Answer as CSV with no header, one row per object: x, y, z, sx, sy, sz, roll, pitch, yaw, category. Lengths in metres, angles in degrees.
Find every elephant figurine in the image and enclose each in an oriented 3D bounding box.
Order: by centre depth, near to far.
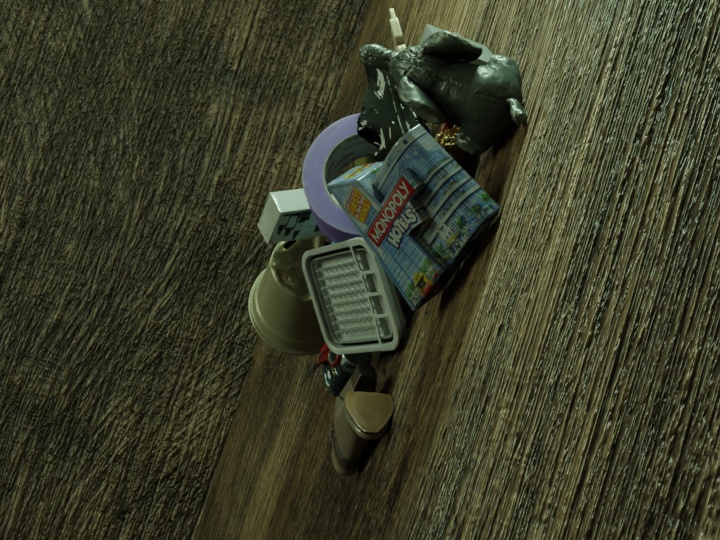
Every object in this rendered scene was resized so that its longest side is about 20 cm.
0.100,-0.241,1.410,0.155,0.199,0.142,-49,20,51,elephant figurine

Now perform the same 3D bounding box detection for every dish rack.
-0.005,0.037,1.652,0.200,0.043,0.172,-12,97,55,dish rack

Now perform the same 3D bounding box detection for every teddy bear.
0.105,-0.121,1.511,0.145,0.067,0.201,72,-153,-66,teddy bear

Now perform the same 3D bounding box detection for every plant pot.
-0.101,0.027,1.973,0.184,0.200,0.201,104,180,-64,plant pot

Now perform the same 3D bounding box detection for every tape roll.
0.015,-0.132,1.662,0.085,0.199,0.201,70,-145,-70,tape roll

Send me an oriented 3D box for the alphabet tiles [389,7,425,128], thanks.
0.071,-0.290,1.666,0.200,0.015,0.196,68,-172,-66,alphabet tiles

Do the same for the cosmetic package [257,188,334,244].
-0.070,-0.099,1.874,0.051,0.199,0.083,61,144,28,cosmetic package

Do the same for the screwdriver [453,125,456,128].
0.132,-0.175,1.662,0.200,0.028,0.029,124,133,-62,screwdriver

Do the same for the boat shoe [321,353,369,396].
-0.029,0.118,1.863,0.201,0.071,0.091,-86,22,-51,boat shoe

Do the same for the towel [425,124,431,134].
0.070,-0.146,1.912,0.200,0.049,0.148,117,174,-45,towel

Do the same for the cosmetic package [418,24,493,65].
0.139,-0.293,1.605,0.200,0.106,0.090,-96,26,-72,cosmetic package

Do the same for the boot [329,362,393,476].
-0.005,0.232,1.569,0.200,0.070,0.147,-89,14,-65,boot

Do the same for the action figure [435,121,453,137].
0.099,-0.161,1.763,0.065,0.052,0.201,-109,36,-69,action figure

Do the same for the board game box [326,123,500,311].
0.055,-0.081,1.402,0.062,0.200,0.200,-35,-15,-35,board game box

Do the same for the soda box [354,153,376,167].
0.039,-0.113,1.742,0.064,0.068,0.201,139,130,-60,soda box

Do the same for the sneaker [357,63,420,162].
0.031,-0.238,1.615,0.076,0.090,0.200,64,-174,-58,sneaker

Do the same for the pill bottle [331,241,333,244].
0.000,0.000,1.816,0.200,0.110,0.111,-83,15,-48,pill bottle

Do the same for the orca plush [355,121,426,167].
0.047,-0.234,1.988,0.071,0.105,0.200,-98,27,-47,orca plush

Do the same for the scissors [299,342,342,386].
-0.064,0.142,1.835,0.200,0.014,0.073,140,137,-62,scissors
